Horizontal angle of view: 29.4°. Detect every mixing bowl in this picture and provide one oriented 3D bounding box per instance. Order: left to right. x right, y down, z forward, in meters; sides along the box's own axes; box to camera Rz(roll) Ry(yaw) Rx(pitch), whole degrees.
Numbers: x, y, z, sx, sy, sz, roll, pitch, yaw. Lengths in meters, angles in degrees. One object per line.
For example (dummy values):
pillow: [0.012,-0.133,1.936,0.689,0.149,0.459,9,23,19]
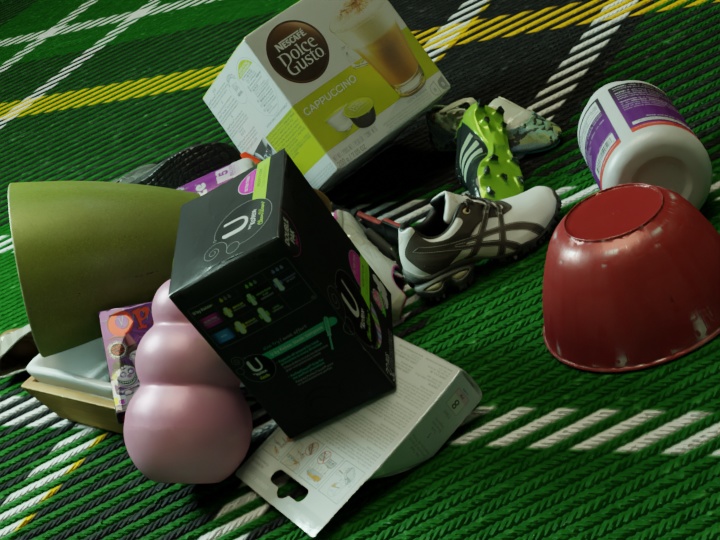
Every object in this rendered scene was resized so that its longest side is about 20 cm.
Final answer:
mixing bowl: [0.248,-0.010,1.272,0.198,0.109,0.201,-20,26,10]

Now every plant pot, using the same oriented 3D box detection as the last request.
plant pot: [-0.261,-0.018,1.483,0.197,0.189,0.187,-10,25,-8]

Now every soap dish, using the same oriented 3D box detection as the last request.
soap dish: [-0.257,0.106,1.512,0.198,0.082,0.157,5,38,45]

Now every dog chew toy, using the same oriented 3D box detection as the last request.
dog chew toy: [-0.163,0.100,1.311,0.123,0.203,0.125,1,-5,0]

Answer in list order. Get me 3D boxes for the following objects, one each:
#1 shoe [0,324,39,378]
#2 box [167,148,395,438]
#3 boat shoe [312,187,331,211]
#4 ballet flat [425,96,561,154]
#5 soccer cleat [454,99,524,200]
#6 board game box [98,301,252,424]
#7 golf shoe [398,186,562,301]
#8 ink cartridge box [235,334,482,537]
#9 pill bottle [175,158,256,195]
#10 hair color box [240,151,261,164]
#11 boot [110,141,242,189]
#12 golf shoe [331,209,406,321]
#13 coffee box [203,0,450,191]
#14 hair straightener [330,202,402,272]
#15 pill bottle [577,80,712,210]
shoe: [-0.370,0.087,1.657,0.198,0.070,0.054,-20,21,29]
box: [-0.068,0.022,1.272,0.123,0.201,0.149,-27,31,17]
boat shoe: [-0.096,0.002,1.504,0.202,0.073,0.066,-63,14,-6]
ballet flat: [0.158,-0.182,1.709,0.198,0.075,0.074,2,36,42]
soccer cleat: [0.146,-0.115,1.609,0.201,0.067,0.081,-92,27,-47]
board game box: [-0.162,0.080,1.413,0.197,0.032,0.121,-11,56,-11]
golf shoe: [0.128,-0.052,1.467,0.199,0.095,0.078,-32,26,-18]
ink cartridge box: [-0.003,0.153,1.273,0.201,0.057,0.162,-51,32,-11]
pill bottle: [-0.196,-0.043,1.610,0.198,0.113,0.113,-24,26,2]
hair color box: [-0.200,-0.055,1.736,0.199,0.102,0.061,-31,28,-16]
boot: [-0.248,-0.116,1.708,0.198,0.068,0.131,-26,22,-6]
golf shoe: [0.000,0.000,1.506,0.090,0.076,0.201,10,30,-11]
coffee box: [-0.048,-0.225,1.736,0.199,0.199,0.200,-37,1,-25]
hair straightener: [-0.002,-0.040,1.606,0.077,0.041,0.200,-33,33,-16]
pill bottle: [0.293,-0.129,1.447,0.111,0.113,0.201,-20,26,8]
